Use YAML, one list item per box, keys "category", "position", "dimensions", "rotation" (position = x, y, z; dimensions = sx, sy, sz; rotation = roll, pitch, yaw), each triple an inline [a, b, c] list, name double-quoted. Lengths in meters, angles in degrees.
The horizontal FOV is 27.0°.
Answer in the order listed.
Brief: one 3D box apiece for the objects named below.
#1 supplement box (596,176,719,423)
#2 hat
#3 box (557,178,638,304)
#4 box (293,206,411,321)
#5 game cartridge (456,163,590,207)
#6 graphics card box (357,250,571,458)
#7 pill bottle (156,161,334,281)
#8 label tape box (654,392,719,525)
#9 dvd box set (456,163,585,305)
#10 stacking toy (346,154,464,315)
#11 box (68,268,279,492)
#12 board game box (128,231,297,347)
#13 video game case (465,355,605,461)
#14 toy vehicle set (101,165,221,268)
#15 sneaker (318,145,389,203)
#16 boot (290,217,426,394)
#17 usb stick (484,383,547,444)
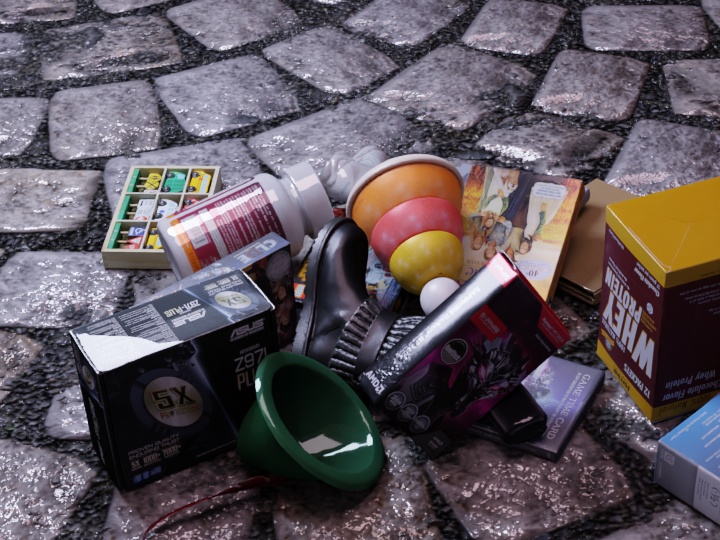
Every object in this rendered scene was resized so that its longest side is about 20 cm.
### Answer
- category: "supplement box"
  position: [0.374, 0.025, 1.617]
  dimensions: [0.195, 0.202, 0.133]
  rotation: [-14, 37, -15]
- category: "hat"
  position: [-0.102, 0.199, 1.568]
  dimensions: [0.199, 0.176, 0.167]
  rotation: [27, 33, -34]
- category: "box"
  position: [0.292, -0.041, 1.861]
  dimensions: [0.199, 0.021, 0.163]
  rotation: [-32, 42, -31]
- category: "box"
  position: [0.000, 0.000, 1.817]
  dimensions: [0.135, 0.040, 0.201]
  rotation: [8, 38, 16]
- category: "game cartridge"
  position: [0.174, -0.082, 1.899]
  dimensions: [0.198, 0.042, 0.133]
  rotation: [13, 41, 34]
- category: "graphics card box"
  position: [0.108, 0.089, 1.545]
  dimensions: [0.200, 0.126, 0.051]
  rotation: [-40, 41, 4]
- category: "pill bottle"
  position: [-0.137, -0.050, 1.811]
  dimensions: [0.199, 0.110, 0.110]
  rotation: [-25, 40, -11]
- category: "label tape box"
  position: [0.413, 0.205, 1.487]
  dimensions: [0.143, 0.067, 0.199]
  rotation: [-29, 46, -31]
- category: "dvd box set"
  position: [0.173, -0.030, 1.788]
  dimensions: [0.145, 0.029, 0.201]
  rotation: [11, 62, 21]
- category: "stacking toy"
  position: [0.072, -0.019, 1.723]
  dimensions: [0.145, 0.147, 0.201]
  rotation: [-10, 54, -9]
- category: "box"
  position: [-0.187, 0.114, 1.572]
  dimensions: [0.198, 0.165, 0.086]
  rotation: [-20, 39, -23]
- category: "board game box"
  position: [-0.159, 0.059, 1.669]
  dimensions: [0.199, 0.137, 0.034]
  rotation: [-30, 44, -31]
- category: "video game case"
  position: [0.151, 0.130, 1.647]
  dimensions: [0.198, 0.019, 0.143]
  rotation: [17, 41, 23]
- category: "toy vehicle set"
  position: [-0.255, -0.071, 1.945]
  dimensions: [0.123, 0.027, 0.201]
  rotation: [0, 36, 4]
- category: "sneaker"
  position: [0.007, -0.109, 1.918]
  dimensions: [0.080, 0.071, 0.200]
  rotation: [34, 18, 10]
- category: "boot"
  position: [0.018, 0.043, 1.662]
  dimensions: [0.156, 0.079, 0.213]
  rotation: [1, 70, 28]
- category: "usb stick"
  position: [0.137, 0.116, 1.626]
  dimensions: [0.055, 0.033, 0.200]
  rotation: [-24, 40, -10]
